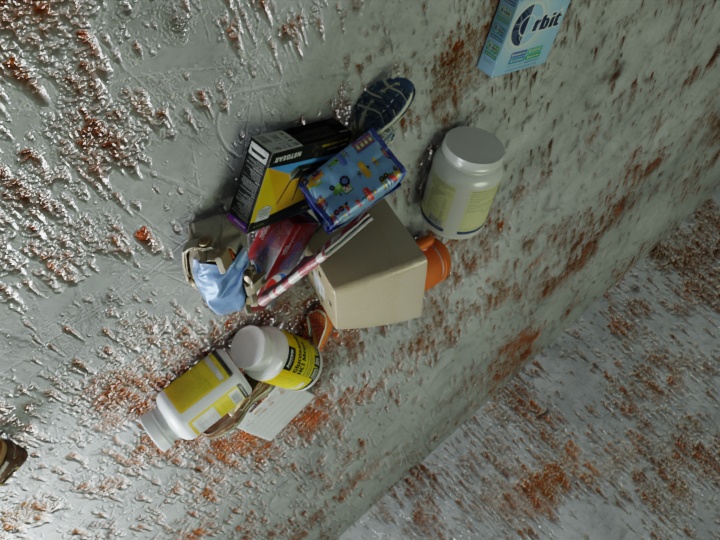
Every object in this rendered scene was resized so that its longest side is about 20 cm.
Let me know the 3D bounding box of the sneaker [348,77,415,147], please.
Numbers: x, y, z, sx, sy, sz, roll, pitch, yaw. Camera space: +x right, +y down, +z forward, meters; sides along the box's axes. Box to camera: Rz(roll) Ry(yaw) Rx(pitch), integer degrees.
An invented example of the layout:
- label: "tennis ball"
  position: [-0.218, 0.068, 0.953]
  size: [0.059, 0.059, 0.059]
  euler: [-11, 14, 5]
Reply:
- label: "sneaker"
  position: [0.025, -0.244, 1.214]
  size: [0.200, 0.077, 0.085]
  euler: [-46, 159, 23]

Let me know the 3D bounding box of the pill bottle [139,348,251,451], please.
- label: "pill bottle"
  position: [-0.316, 0.250, 1.363]
  size: [0.200, 0.112, 0.112]
  euler: [-37, 152, -15]

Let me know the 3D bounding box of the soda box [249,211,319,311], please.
- label: "soda box"
  position: [-0.156, -0.023, 1.263]
  size: [0.070, 0.063, 0.200]
  euler: [-7, 134, -53]

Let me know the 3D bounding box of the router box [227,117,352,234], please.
- label: "router box"
  position: [-0.110, -0.154, 1.129]
  size: [0.200, 0.051, 0.150]
  euler: [-28, 150, -49]

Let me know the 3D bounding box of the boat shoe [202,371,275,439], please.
- label: "boat shoe"
  position: [-0.267, 0.270, 1.512]
  size: [0.200, 0.076, 0.072]
  euler: [-46, 151, -19]

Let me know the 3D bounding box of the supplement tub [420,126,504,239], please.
- label: "supplement tub"
  position: [0.210, -0.179, 1.468]
  size: [0.145, 0.145, 0.201]
  euler: [-27, 148, -31]

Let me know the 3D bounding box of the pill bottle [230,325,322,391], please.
- label: "pill bottle"
  position: [-0.171, 0.177, 1.453]
  size: [0.113, 0.112, 0.200]
  euler: [-48, 147, 6]

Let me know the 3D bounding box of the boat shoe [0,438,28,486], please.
- label: "boat shoe"
  position: [-0.618, 0.353, 1.128]
  size: [0.200, 0.070, 0.070]
  euler: [-42, 149, -6]

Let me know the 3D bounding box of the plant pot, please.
- label: "plant pot"
  position: [0.000, 0.000, 1.387]
  size: [0.176, 0.200, 0.200]
  euler: [-24, 147, -16]

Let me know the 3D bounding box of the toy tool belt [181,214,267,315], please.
- label: "toy tool belt"
  position: [-0.213, 0.016, 1.138]
  size: [0.124, 0.123, 0.201]
  euler: [-17, 137, -9]

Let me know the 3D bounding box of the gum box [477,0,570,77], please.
- label: "gum box"
  position: [0.316, -0.471, 1.323]
  size: [0.169, 0.045, 0.201]
  euler: [-24, 145, -35]

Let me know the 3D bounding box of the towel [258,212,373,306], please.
- label: "towel"
  position: [-0.077, -0.019, 1.167]
  size: [0.200, 0.023, 0.144]
  euler: [-34, -173, 45]

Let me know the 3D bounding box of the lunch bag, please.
- label: "lunch bag"
  position: [-0.010, -0.131, 1.194]
  size: [0.150, 0.094, 0.200]
  euler: [-37, 173, -3]

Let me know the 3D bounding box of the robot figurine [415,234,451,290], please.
- label: "robot figurine"
  position: [0.125, -0.006, 1.623]
  size: [0.199, 0.116, 0.145]
  euler: [-27, 108, -31]

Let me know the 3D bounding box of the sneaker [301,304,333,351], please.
- label: "sneaker"
  position: [-0.100, 0.157, 1.584]
  size: [0.077, 0.073, 0.200]
  euler: [-32, 158, -53]

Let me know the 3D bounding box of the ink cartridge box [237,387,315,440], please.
- label: "ink cartridge box"
  position: [-0.213, 0.315, 1.679]
  size: [0.160, 0.047, 0.200]
  euler: [-45, 148, 0]
